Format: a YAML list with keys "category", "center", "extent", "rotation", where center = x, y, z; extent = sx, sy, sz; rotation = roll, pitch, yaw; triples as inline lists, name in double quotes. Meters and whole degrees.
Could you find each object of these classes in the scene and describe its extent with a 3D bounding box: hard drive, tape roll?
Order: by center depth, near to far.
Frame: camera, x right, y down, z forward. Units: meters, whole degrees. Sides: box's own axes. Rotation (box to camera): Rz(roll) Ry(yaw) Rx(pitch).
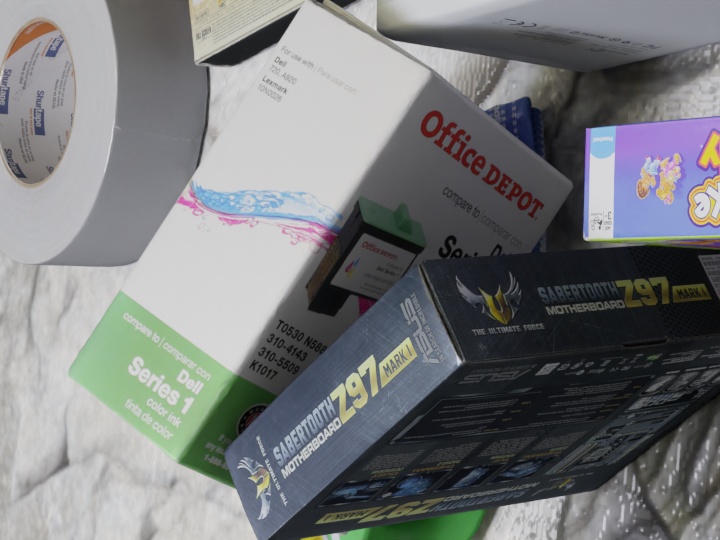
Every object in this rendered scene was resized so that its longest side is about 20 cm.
- category: "hard drive"
  center: [0.118, -0.117, 0.923]
  extent: [0.200, 0.132, 0.026]
  rotation: [-9, 79, 53]
- category: "tape roll"
  center: [-0.175, -0.102, 1.378]
  extent: [0.200, 0.066, 0.201]
  rotation: [-3, 86, 53]

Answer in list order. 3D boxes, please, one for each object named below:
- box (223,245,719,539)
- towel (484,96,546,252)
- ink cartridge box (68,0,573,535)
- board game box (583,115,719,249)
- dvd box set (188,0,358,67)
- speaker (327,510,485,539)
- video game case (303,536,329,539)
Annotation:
- category: "box"
  center: [0.064, 0.050, 0.932]
  extent: [0.158, 0.200, 0.051]
  rotation: [-47, 58, 43]
- category: "towel"
  center: [0.000, 0.000, 1.086]
  extent: [0.200, 0.024, 0.145]
  rotation: [-13, 62, 31]
- category: "ink cartridge box"
  center: [-0.014, 0.001, 0.993]
  extent: [0.084, 0.145, 0.200]
  rotation: [34, 91, 37]
- category: "board game box"
  center: [0.198, -0.032, 0.810]
  extent: [0.200, 0.134, 0.045]
  rotation: [-1, 87, 54]
- category: "dvd box set"
  center: [-0.056, -0.231, 1.249]
  extent: [0.146, 0.029, 0.201]
  rotation: [-21, 72, 51]
- category: "speaker"
  center: [-0.017, 0.069, 1.138]
  extent: [0.200, 0.088, 0.089]
  rotation: [48, 125, 44]
- category: "video game case"
  center: [-0.036, 0.246, 1.205]
  extent: [0.200, 0.025, 0.181]
  rotation: [-53, 49, 39]
